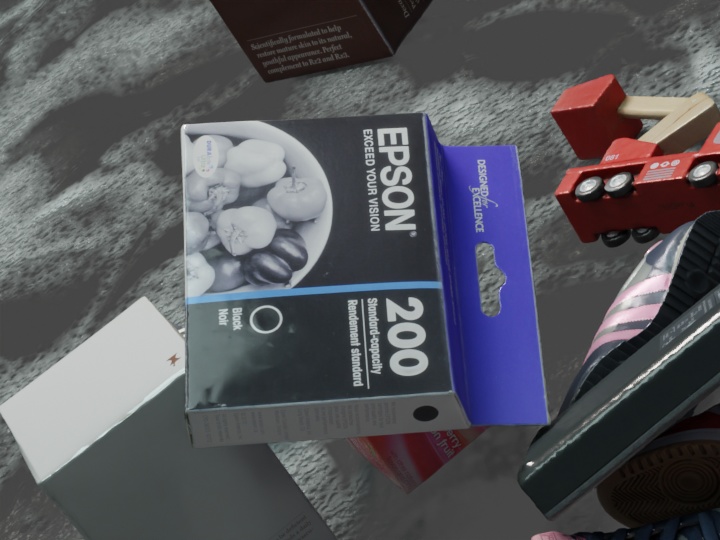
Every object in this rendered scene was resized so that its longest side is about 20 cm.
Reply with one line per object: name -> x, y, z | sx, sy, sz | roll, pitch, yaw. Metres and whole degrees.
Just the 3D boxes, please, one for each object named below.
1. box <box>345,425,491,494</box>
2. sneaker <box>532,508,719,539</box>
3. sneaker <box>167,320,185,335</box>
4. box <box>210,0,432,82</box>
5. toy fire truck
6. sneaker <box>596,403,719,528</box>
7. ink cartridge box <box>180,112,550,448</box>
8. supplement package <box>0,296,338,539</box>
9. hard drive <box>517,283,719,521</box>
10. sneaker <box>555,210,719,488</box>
box -> 0.001, 0.026, 1.336 | 0.103, 0.200, 0.095 | -38, 26, -10
sneaker -> 0.132, 0.159, 1.090 | 0.200, 0.082, 0.070 | -31, 27, 6
sneaker -> -0.110, 0.062, 1.531 | 0.199, 0.079, 0.130 | -37, 34, 17
box -> -0.026, -0.304, 1.932 | 0.166, 0.164, 0.200 | -6, 39, 41
toy fire truck -> 0.203, -0.081, 1.449 | 0.200, 0.049, 0.141 | -7, 38, 42
sneaker -> 0.224, 0.073, 1.157 | 0.200, 0.071, 0.113 | -17, 34, 17
ink cartridge box -> 0.000, 0.000, 1.194 | 0.200, 0.043, 0.198 | -3, 55, -2
supplement package -> -0.104, 0.137, 1.273 | 0.117, 0.200, 0.117 | -37, 27, -6
hard drive -> 0.170, 0.048, 1.123 | 0.200, 0.033, 0.140 | -40, -2, 9
sneaker -> 0.167, 0.054, 1.275 | 0.200, 0.070, 0.082 | -51, 9, -26
